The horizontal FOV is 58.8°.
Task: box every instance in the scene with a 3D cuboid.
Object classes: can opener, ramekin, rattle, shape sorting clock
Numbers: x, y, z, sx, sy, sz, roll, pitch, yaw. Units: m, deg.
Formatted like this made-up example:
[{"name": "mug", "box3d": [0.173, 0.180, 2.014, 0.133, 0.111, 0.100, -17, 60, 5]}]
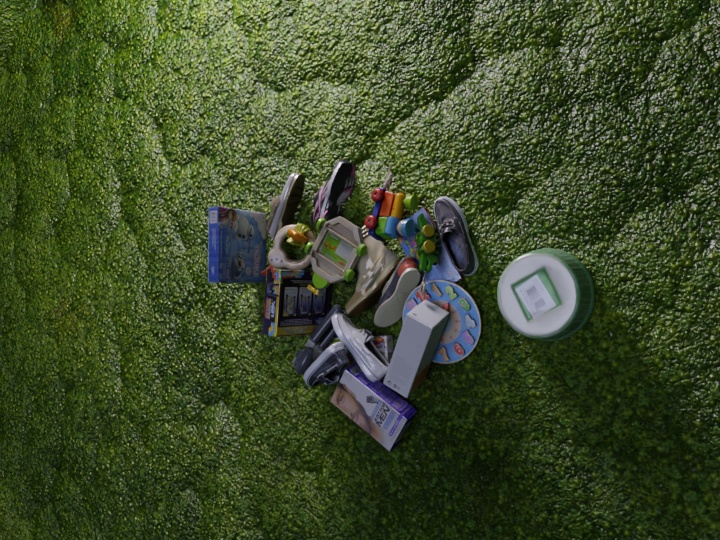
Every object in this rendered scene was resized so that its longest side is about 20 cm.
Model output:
[{"name": "can opener", "box3d": [-0.100, 0.184, 1.653, 0.201, 0.053, 0.067, -52, 24, 2]}, {"name": "ramekin", "box3d": [0.388, 0.052, 1.362, 0.197, 0.097, 0.204, -1, 89, 33]}, {"name": "rattle", "box3d": [-0.208, -0.029, 1.724, 0.199, 0.143, 0.131, -36, 111, 13]}, {"name": "shape sorting clock", "box3d": [0.190, 0.123, 1.516, 0.197, 0.039, 0.204, 4, 98, 29]}]

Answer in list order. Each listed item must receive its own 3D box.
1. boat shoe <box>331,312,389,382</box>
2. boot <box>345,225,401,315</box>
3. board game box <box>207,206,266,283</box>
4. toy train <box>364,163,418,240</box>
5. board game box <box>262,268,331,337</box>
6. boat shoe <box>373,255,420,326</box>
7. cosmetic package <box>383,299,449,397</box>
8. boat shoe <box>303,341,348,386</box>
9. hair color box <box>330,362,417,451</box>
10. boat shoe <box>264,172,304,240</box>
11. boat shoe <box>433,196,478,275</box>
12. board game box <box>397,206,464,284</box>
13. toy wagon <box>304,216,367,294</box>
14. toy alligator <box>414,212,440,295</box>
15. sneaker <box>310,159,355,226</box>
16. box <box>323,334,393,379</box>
[{"name": "boat shoe", "box3d": [0.005, 0.178, 1.594, 0.065, 0.073, 0.201, -41, 78, 21]}, {"name": "boot", "box3d": [0.000, 0.000, 1.634, 0.201, 0.072, 0.156, -50, 65, 20]}, {"name": "board game box", "box3d": [-0.341, -0.067, 1.786, 0.043, 0.198, 0.204, 0, 89, 30]}, {"name": "toy train", "box3d": [0.093, -0.174, 1.567, 0.114, 0.084, 0.204, 5, 75, 36]}, {"name": "board game box", "box3d": [-0.162, 0.082, 1.663, 0.056, 0.198, 0.169, 7, 92, 38]}, {"name": "boat shoe", "box3d": [0.087, 0.054, 1.580, 0.063, 0.070, 0.202, -107, 36, -49]}, {"name": "cosmetic package", "box3d": [0.129, 0.182, 1.488, 0.071, 0.101, 0.203, 27, 120, 21]}, {"name": "boat shoe", "box3d": [-0.083, 0.258, 1.621, 0.068, 0.071, 0.200, 60, 138, 21]}, {"name": "hair color box", "box3d": [0.031, 0.337, 1.589, 0.199, 0.064, 0.111, 36, 118, 21]}, {"name": "boat shoe", "box3d": [-0.216, -0.181, 1.780, 0.068, 0.074, 0.203, 27, 105, 24]}, {"name": "boat shoe", "box3d": [0.215, -0.083, 1.498, 0.069, 0.066, 0.203, -24, 76, 30]}, {"name": "board game box", "box3d": [0.164, -0.042, 1.559, 0.102, 0.019, 0.202, -34, 71, 26]}, {"name": "toy wagon", "box3d": [-0.072, -0.032, 1.618, 0.154, 0.039, 0.202, 33, 102, 29]}, {"name": "toy alligator", "box3d": [0.163, -0.038, 1.506, 0.059, 0.053, 0.204, 133, 139, -64]}, {"name": "sneaker", "box3d": [-0.086, -0.203, 1.696, 0.086, 0.080, 0.203, 29, 99, 41]}, {"name": "box", "box3d": [-0.005, 0.225, 1.656, 0.197, 0.035, 0.112, -7, 86, 33]}]
